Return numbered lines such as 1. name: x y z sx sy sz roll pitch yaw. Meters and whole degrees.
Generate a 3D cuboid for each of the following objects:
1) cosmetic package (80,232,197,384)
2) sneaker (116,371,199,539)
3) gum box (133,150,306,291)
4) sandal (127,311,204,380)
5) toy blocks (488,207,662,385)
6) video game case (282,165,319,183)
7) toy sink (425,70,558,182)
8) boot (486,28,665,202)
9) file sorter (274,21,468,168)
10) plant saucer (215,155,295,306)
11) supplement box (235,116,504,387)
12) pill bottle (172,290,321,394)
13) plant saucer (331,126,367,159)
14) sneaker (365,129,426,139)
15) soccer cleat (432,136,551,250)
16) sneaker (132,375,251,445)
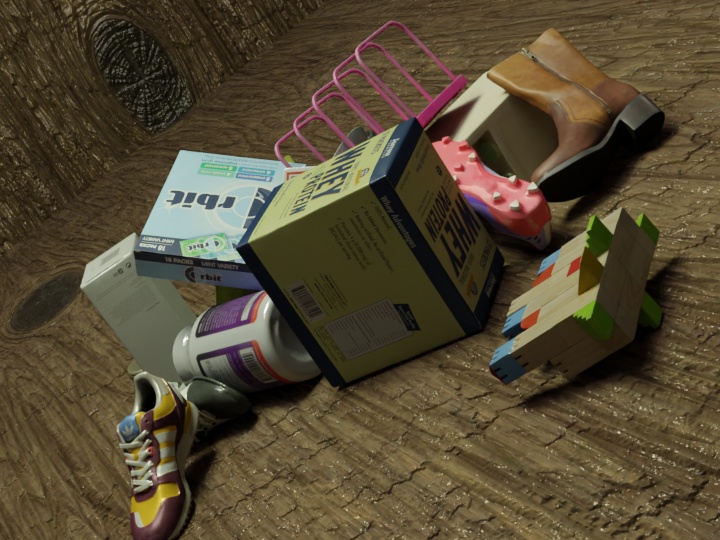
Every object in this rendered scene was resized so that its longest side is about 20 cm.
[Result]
1. cosmetic package: -0.268 0.064 1.746 0.084 0.201 0.108 -32 16 3
2. sneaker: -0.230 0.204 1.450 0.074 0.090 0.201 -26 39 22
3. gum box: -0.167 -0.064 1.650 0.168 0.045 0.201 7 41 8
4. sandal: -0.250 0.082 1.900 0.199 0.054 0.080 -35 18 3
5. toy blocks: 0.188 0.033 1.211 0.136 0.100 0.201 -36 15 36
6. video game case: 0.003 -0.054 1.571 0.197 0.145 0.017 -2 -12 15
7. toy sink: 0.165 -0.155 1.654 0.200 0.113 0.130 -46 20 -28
8. boot: 0.214 -0.183 1.534 0.188 0.069 0.200 -39 57 -12
9. file sorter: 0.007 -0.187 1.653 0.200 0.125 0.139 -46 1 39
10. plant saucer: -0.122 -0.017 1.785 0.047 0.201 0.200 20 45 17
11. supplement box: 0.014 -0.017 1.440 0.198 0.201 0.135 -23 22 29
12. pill bottle: -0.132 0.087 1.588 0.199 0.112 0.112 -16 26 45
13. plant saucer: -0.022 -0.096 1.837 0.201 0.038 0.203 24 -91 -81
14. sneaker: 0.050 -0.170 1.932 0.199 0.088 0.076 -31 18 14
15. soccer cleat: 0.134 -0.085 1.489 0.067 0.077 0.199 -40 42 -17
16. sneaker: -0.205 0.178 1.585 0.199 0.074 0.089 -12 47 48
